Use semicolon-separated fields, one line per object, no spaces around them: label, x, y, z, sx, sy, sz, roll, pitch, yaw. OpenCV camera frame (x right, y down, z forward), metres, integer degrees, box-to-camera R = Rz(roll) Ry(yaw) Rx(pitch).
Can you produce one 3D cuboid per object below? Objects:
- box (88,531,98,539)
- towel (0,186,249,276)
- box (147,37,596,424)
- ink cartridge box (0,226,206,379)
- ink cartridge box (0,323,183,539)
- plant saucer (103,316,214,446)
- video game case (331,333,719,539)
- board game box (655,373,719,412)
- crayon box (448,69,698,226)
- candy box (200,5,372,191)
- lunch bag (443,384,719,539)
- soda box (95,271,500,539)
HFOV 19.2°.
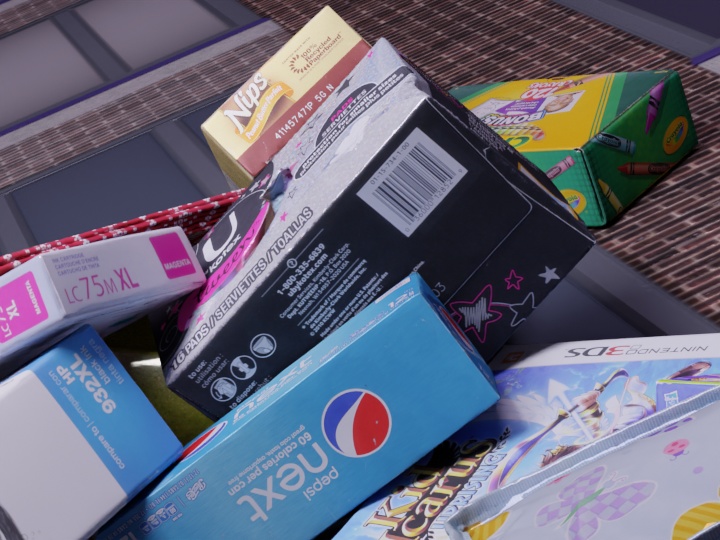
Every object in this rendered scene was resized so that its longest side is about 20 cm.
box;-0.192;0.193;1.081;0.119;0.042;0.200;-18;18;8
towel;-0.162;-0.001;1.214;0.200;0.023;0.145;-18;-3;-35
box;0.000;0.000;1.127;0.200;0.132;0.115;-48;23;9
ink cartridge box;-0.190;0.037;1.102;0.200;0.042;0.119;-29;-8;31
ink cartridge box;-0.204;0.129;1.024;0.145;0.084;0.200;-29;9;48
plant saucer;-0.118;0.038;1.288;0.199;0.048;0.200;5;26;8
video game case;0.104;0.099;1.019;0.181;0.046;0.200;-6;25;38
board game box;0.243;0.067;0.884;0.200;0.045;0.134;0;2;43
crayon box;0.111;-0.080;1.438;0.200;0.058;0.119;0;29;44
candy box;-0.037;-0.091;1.433;0.115;0.055;0.200;-43;-12;-6
lunch bag;0.155;0.124;0.728;0.200;0.170;0.127;-26;18;-5
soda box;-0.031;0.090;1.050;0.200;0.068;0.064;-37;7;6
